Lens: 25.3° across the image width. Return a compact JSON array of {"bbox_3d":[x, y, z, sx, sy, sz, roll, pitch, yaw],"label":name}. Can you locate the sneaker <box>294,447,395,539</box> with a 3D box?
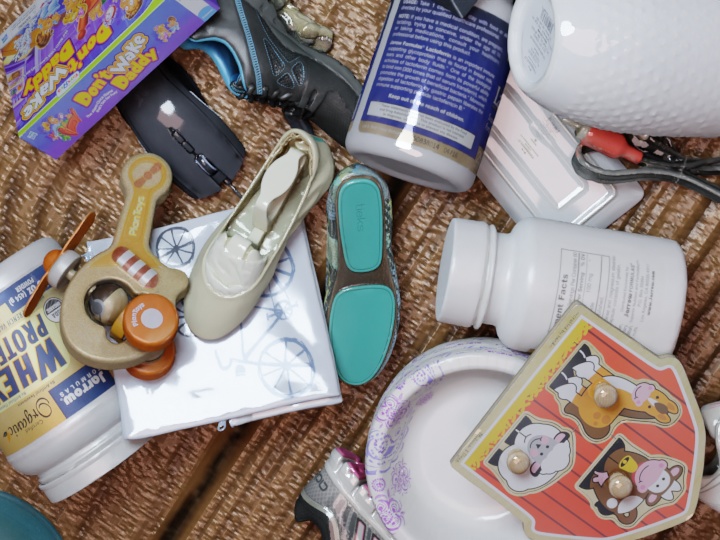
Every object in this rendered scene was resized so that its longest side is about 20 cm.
[{"bbox_3d":[0.011,0.262,1.466,0.087,0.074,0.201,-37,90,12],"label":"sneaker"}]

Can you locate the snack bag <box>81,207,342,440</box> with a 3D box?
[{"bbox_3d":[-0.129,0.045,1.396,0.197,0.021,0.191,-13,78,-4],"label":"snack bag"}]

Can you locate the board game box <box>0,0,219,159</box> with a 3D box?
[{"bbox_3d":[-0.217,-0.209,1.363,0.199,0.135,0.045,-39,137,19],"label":"board game box"}]

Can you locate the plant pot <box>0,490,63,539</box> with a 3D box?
[{"bbox_3d":[-0.376,0.322,1.460,0.197,0.188,0.203,1,101,5],"label":"plant pot"}]

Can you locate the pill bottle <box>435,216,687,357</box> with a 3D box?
[{"bbox_3d":[0.168,0.016,1.370,0.197,0.114,0.116,9,101,-3],"label":"pill bottle"}]

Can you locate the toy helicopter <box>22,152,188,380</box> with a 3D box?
[{"bbox_3d":[-0.207,-0.012,1.364,0.131,0.079,0.202,11,63,-4],"label":"toy helicopter"}]

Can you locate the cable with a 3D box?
[{"bbox_3d":[0.262,-0.097,1.373,0.198,0.050,0.098,28,65,5],"label":"cable"}]

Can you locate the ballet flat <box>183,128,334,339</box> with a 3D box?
[{"bbox_3d":[-0.091,-0.035,1.368,0.069,0.069,0.201,31,81,0],"label":"ballet flat"}]

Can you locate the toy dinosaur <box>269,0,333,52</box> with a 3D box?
[{"bbox_3d":[-0.090,-0.276,1.394,0.200,0.047,0.088,42,109,1],"label":"toy dinosaur"}]

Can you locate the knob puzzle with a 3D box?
[{"bbox_3d":[0.203,0.152,1.337,0.217,0.030,0.223,-1,107,-3],"label":"knob puzzle"}]

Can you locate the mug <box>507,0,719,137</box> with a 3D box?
[{"bbox_3d":[0.209,-0.205,1.307,0.173,0.202,0.148,0,143,-21],"label":"mug"}]

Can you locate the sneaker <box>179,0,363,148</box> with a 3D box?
[{"bbox_3d":[-0.072,-0.164,1.375,0.200,0.073,0.082,41,62,-12],"label":"sneaker"}]

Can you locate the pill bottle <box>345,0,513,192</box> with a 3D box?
[{"bbox_3d":[0.069,-0.177,1.342,0.114,0.116,0.202,18,86,3],"label":"pill bottle"}]

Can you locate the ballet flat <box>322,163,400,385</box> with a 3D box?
[{"bbox_3d":[0.000,0.000,1.420,0.073,0.074,0.202,6,111,5],"label":"ballet flat"}]

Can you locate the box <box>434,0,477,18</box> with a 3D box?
[{"bbox_3d":[0.042,-0.326,1.279,0.200,0.107,0.149,38,87,31],"label":"box"}]

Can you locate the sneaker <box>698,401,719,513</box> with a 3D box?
[{"bbox_3d":[0.351,0.130,1.404,0.099,0.078,0.202,28,101,4],"label":"sneaker"}]

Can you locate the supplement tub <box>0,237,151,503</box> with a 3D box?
[{"bbox_3d":[-0.279,0.089,1.429,0.144,0.144,0.201,-32,95,11],"label":"supplement tub"}]

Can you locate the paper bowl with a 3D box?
[{"bbox_3d":[0.106,0.159,1.419,0.198,0.104,0.203,1,100,6],"label":"paper bowl"}]

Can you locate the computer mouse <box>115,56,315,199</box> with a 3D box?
[{"bbox_3d":[-0.126,-0.124,1.423,0.140,0.046,0.201,-34,95,11],"label":"computer mouse"}]

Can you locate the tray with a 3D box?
[{"bbox_3d":[0.149,-0.109,1.408,0.107,0.022,0.201,-39,94,10],"label":"tray"}]
